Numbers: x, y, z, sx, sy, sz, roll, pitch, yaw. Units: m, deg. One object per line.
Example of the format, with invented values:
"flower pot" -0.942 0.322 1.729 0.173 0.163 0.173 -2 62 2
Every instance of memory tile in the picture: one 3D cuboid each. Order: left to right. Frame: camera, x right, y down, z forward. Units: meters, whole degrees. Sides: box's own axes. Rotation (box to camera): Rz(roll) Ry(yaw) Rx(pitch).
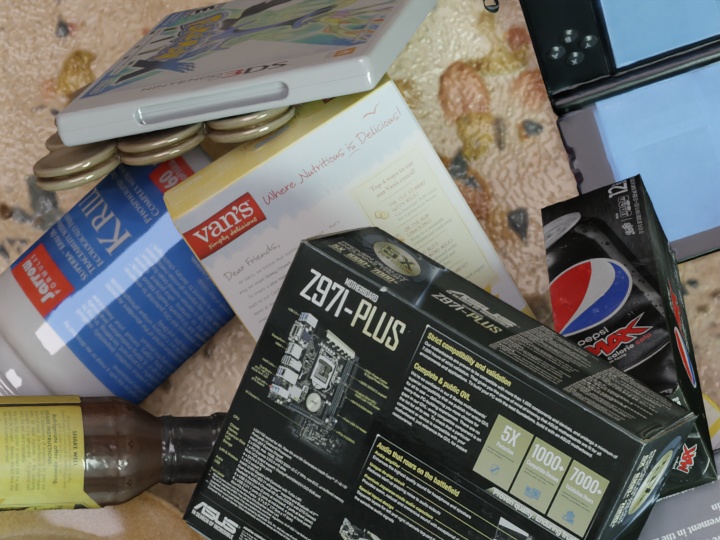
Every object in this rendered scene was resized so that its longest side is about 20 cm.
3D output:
"memory tile" -0.106 -0.093 1.280 0.152 0.200 0.017 -15 109 6

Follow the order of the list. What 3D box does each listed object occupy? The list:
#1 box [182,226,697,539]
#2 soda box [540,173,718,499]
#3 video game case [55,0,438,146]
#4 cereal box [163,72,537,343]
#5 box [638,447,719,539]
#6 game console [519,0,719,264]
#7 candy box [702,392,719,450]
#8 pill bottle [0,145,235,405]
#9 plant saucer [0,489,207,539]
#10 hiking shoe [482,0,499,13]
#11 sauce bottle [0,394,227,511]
"box" 0.036 0.098 1.102 0.199 0.086 0.165 30 108 20
"soda box" 0.142 0.035 1.206 0.063 0.201 0.071 -20 122 13
"video game case" -0.056 -0.126 1.264 0.181 0.200 0.022 -9 109 18
"cereal box" 0.000 0.000 1.257 0.143 0.040 0.201 -31 119 2
"box" 0.219 0.192 1.190 0.147 0.104 0.202 -19 79 8
"game console" 0.206 -0.114 1.270 0.198 0.173 0.119 -18 51 5
"candy box" 0.231 0.174 1.258 0.200 0.026 0.102 45 93 14
"pill bottle" -0.145 0.018 1.301 0.200 0.112 0.112 -43 77 -1
"plant saucer" -0.169 0.186 1.207 0.198 0.036 0.201 6 38 -5
"hiking shoe" 0.109 -0.258 1.338 0.086 0.074 0.201 38 97 6
"sauce bottle" -0.164 0.101 1.236 0.198 0.065 0.065 1 79 -13
